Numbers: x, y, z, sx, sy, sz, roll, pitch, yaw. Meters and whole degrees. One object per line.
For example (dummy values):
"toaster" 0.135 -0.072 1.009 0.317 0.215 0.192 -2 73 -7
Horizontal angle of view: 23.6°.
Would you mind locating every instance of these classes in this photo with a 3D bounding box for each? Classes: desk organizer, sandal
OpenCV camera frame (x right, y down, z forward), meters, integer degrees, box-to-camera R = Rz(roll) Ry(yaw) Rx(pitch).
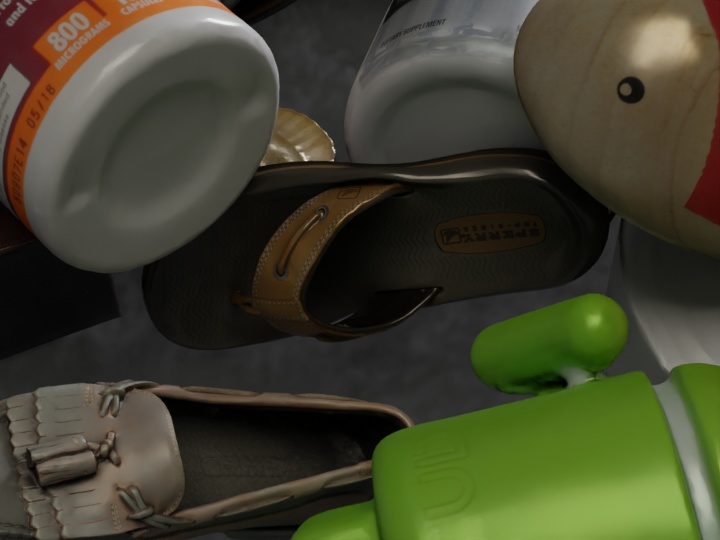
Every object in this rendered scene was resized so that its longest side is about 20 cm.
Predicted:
"desk organizer" -0.211 0.005 0.726 0.200 0.072 0.077 -20 56 -12
"sandal" 0.000 0.000 0.692 0.200 0.082 0.055 -5 34 17

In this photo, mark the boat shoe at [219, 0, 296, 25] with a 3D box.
"boat shoe" 0.007 -0.175 0.847 0.200 0.072 0.068 -23 65 -9

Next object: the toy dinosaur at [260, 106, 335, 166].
"toy dinosaur" -0.062 -0.055 0.784 0.200 0.058 0.101 41 50 16

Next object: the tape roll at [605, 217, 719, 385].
"tape roll" 0.204 0.014 0.715 0.202 0.071 0.203 -1 56 1

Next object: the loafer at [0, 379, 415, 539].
"loafer" -0.068 0.067 0.631 0.200 0.063 0.072 2 62 -39

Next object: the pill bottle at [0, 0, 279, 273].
"pill bottle" -0.135 -0.100 0.686 0.114 0.114 0.200 -36 59 -21

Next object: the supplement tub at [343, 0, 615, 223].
"supplement tub" 0.076 -0.110 0.758 0.122 0.123 0.200 13 48 10

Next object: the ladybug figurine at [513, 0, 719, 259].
"ladybug figurine" 0.152 -0.070 0.648 0.200 0.072 0.136 0 61 -33

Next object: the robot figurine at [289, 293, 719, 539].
"robot figurine" 0.078 0.100 0.604 0.200 0.116 0.176 -14 84 3
